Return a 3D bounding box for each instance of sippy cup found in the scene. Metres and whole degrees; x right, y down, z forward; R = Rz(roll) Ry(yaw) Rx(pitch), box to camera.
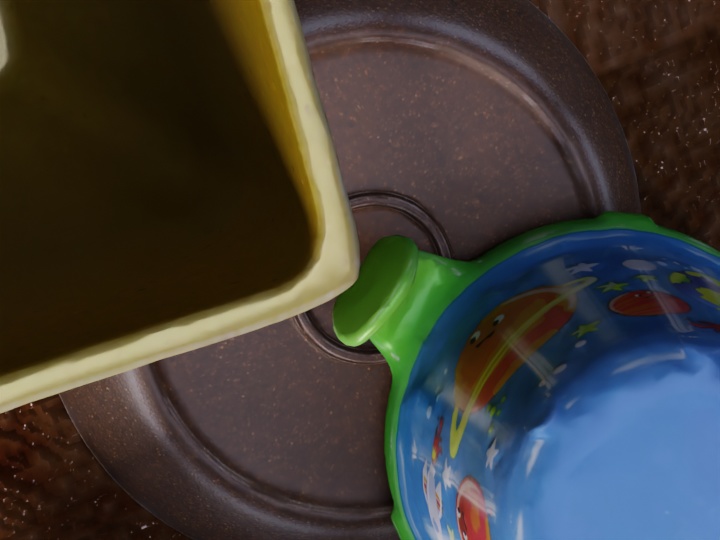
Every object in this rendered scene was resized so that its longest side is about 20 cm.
[{"bbox_3d":[0.080,0.059,0.851,0.177,0.130,0.141,-1,98,-6],"label":"sippy cup"}]

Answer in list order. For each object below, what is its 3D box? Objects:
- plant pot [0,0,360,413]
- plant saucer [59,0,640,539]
[{"bbox_3d":[-0.138,-0.074,0.770,0.195,0.200,0.195,-18,105,-13],"label":"plant pot"},{"bbox_3d":[0.000,0.000,0.914,0.199,0.034,0.201,-3,102,-17],"label":"plant saucer"}]
